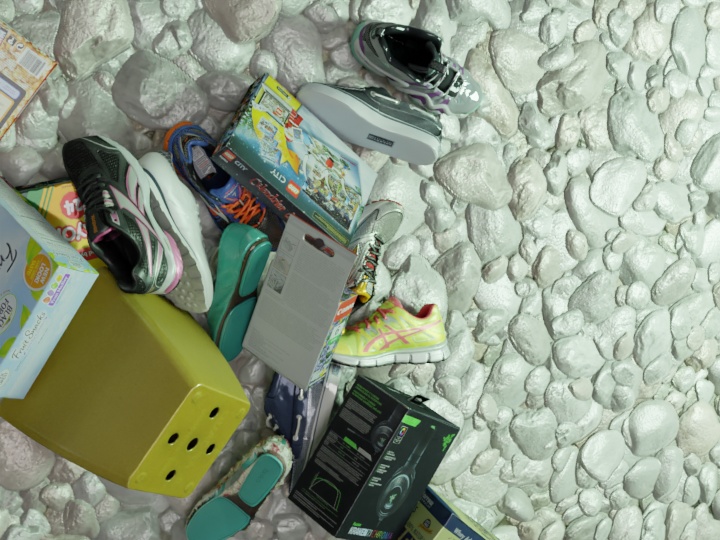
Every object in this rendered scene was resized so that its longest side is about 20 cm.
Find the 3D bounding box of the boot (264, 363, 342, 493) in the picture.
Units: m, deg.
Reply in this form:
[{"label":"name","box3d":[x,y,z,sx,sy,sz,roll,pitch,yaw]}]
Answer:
[{"label":"boot","box3d":[-0.090,0.211,1.314,0.089,0.073,0.203,14,100,0]}]

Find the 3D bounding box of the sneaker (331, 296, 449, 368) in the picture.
[{"label":"sneaker","box3d":[0.026,0.081,1.323,0.198,0.078,0.092,-3,94,-25]}]

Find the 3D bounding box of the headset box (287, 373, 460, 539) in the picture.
[{"label":"headset box","box3d":[0.026,0.248,1.301,0.201,0.092,0.174,-59,147,-1]}]

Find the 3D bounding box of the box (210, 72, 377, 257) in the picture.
[{"label":"box","box3d":[-0.077,-0.128,1.216,0.200,0.038,0.138,41,49,-22]}]

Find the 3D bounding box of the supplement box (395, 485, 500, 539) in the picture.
[{"label":"supplement box","box3d":[0.108,0.443,1.389,0.200,0.134,0.201,40,86,-23]}]

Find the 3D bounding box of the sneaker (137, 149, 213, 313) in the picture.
[{"label":"sneaker","box3d":[-0.217,-0.045,1.180,0.076,0.081,0.202,-6,115,28]}]

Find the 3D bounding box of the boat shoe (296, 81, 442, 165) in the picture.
[{"label":"boat shoe","box3d":[0.015,-0.203,1.261,0.198,0.072,0.068,20,60,-9]}]

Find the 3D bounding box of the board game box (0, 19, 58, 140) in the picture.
[{"label":"board game box","box3d":[-0.459,-0.199,1.094,0.151,0.046,0.201,38,87,-23]}]

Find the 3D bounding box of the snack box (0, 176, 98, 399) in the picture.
[{"label":"snack box","box3d":[-0.400,0.011,1.068,0.170,0.199,0.067,-56,154,9]}]

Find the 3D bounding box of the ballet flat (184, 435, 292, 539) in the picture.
[{"label":"ballet flat","box3d":[-0.153,0.289,1.290,0.076,0.064,0.200,43,112,-7]}]

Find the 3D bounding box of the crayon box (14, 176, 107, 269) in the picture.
[{"label":"crayon box","box3d":[-0.329,-0.012,1.179,0.125,0.051,0.203,-15,106,-17]}]

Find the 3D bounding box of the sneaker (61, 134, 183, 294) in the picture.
[{"label":"sneaker","box3d":[-0.271,-0.062,1.081,0.080,0.086,0.201,-37,84,21]}]

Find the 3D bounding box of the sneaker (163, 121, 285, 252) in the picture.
[{"label":"sneaker","box3d":[-0.164,-0.094,1.207,0.075,0.078,0.200,-47,112,-5]}]

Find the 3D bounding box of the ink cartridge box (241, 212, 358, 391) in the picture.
[{"label":"ink cartridge box","box3d":[-0.067,0.036,1.217,0.050,0.108,0.202,-25,142,-57]}]

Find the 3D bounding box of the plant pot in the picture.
[{"label":"plant pot","box3d":[-0.248,0.148,1.127,0.201,0.176,0.200,-55,152,-2]}]

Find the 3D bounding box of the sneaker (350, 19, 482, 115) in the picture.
[{"label":"sneaker","box3d":[0.090,-0.249,1.234,0.198,0.140,0.079,21,93,-22]}]

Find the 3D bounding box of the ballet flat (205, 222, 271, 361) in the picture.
[{"label":"ballet flat","box3d":[-0.162,0.022,1.233,0.067,0.070,0.202,-24,143,-45]}]

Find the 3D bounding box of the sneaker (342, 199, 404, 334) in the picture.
[{"label":"sneaker","box3d":[0.000,0.000,1.277,0.078,0.082,0.201,32,91,-49]}]
